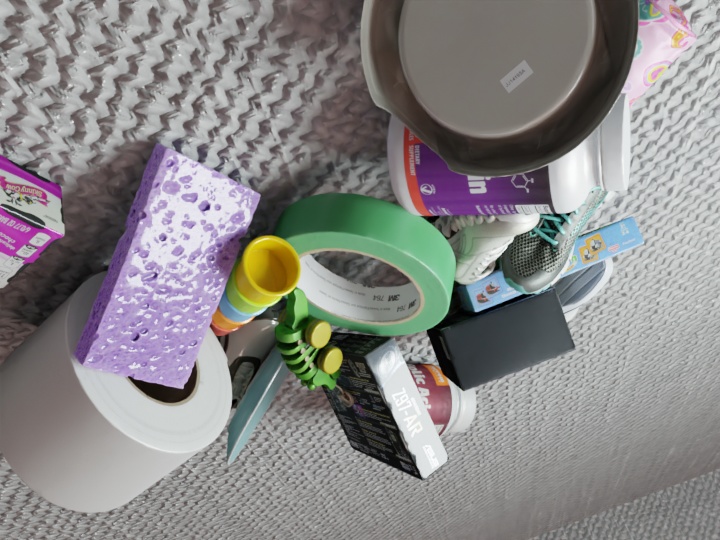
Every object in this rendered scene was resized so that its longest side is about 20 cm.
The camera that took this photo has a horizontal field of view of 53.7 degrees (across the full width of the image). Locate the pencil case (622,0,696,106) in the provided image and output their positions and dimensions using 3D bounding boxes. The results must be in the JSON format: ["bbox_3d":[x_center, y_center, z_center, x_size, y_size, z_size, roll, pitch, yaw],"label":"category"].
[{"bbox_3d":[0.210,-0.171,0.665,0.086,0.089,0.200,11,137,-37],"label":"pencil case"}]

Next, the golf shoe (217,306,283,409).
[{"bbox_3d":[-0.153,0.124,0.887,0.076,0.089,0.200,17,130,-40],"label":"golf shoe"}]

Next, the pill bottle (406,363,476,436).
[{"bbox_3d":[0.074,0.199,1.081,0.197,0.116,0.115,6,139,-34],"label":"pill bottle"}]

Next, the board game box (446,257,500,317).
[{"bbox_3d":[0.161,0.007,0.941,0.199,0.024,0.104,-36,142,22],"label":"board game box"}]

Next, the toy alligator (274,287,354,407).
[{"bbox_3d":[-0.055,0.104,0.798,0.054,0.059,0.202,-43,133,-26],"label":"toy alligator"}]

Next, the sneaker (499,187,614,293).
[{"bbox_3d":[0.209,-0.069,0.737,0.202,0.077,0.092,-55,161,-14],"label":"sneaker"}]

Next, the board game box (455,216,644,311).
[{"bbox_3d":[0.214,-0.003,0.843,0.197,0.037,0.151,-23,177,2],"label":"board game box"}]

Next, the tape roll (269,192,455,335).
[{"bbox_3d":[0.000,0.000,0.745,0.196,0.049,0.202,11,149,6],"label":"tape roll"}]

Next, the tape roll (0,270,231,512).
[{"bbox_3d":[-0.249,0.122,0.730,0.138,0.206,0.201,-36,143,25],"label":"tape roll"}]

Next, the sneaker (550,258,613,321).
[{"bbox_3d":[0.289,0.029,1.007,0.070,0.074,0.200,-7,154,-34],"label":"sneaker"}]

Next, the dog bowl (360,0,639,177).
[{"bbox_3d":[0.100,-0.172,0.523,0.199,0.202,0.059,-34,177,21],"label":"dog bowl"}]

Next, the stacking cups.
[{"bbox_3d":[-0.128,0.026,0.745,0.059,0.062,0.199,2,161,-29],"label":"stacking cups"}]

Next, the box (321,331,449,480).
[{"bbox_3d":[0.012,0.159,0.879,0.043,0.163,0.199,-29,-171,-23],"label":"box"}]

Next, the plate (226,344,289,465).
[{"bbox_3d":[-0.119,0.146,0.885,0.025,0.201,0.202,29,136,2],"label":"plate"}]

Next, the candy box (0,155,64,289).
[{"bbox_3d":[-0.367,-0.023,0.595,0.198,0.062,0.136,-34,144,20],"label":"candy box"}]

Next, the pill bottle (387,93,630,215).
[{"bbox_3d":[0.129,-0.106,0.620,0.196,0.115,0.113,1,154,25],"label":"pill bottle"}]

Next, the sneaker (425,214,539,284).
[{"bbox_3d":[0.124,-0.031,0.741,0.074,0.083,0.199,-22,-177,-23],"label":"sneaker"}]

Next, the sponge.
[{"bbox_3d":[-0.173,0.001,0.651,0.111,0.030,0.204,22,90,-47],"label":"sponge"}]

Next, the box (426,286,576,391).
[{"bbox_3d":[0.164,0.080,0.879,0.139,0.080,0.200,-22,177,0],"label":"box"}]
